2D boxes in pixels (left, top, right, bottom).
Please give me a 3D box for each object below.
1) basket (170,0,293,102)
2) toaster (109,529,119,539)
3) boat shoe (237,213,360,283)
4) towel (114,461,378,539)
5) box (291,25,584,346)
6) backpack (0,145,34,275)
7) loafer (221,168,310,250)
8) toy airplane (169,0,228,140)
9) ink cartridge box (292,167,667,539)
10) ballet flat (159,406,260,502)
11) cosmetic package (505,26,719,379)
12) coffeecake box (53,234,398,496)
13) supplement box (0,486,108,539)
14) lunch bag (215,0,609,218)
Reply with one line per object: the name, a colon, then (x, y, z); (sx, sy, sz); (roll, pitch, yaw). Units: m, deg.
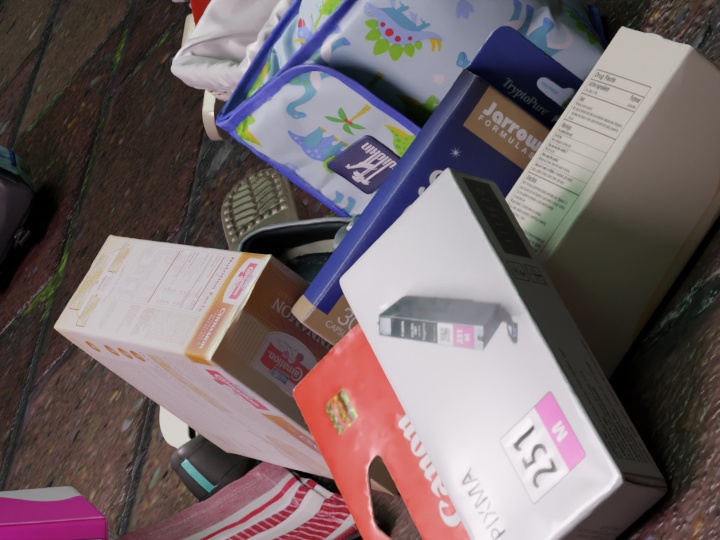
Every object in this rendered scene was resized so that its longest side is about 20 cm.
basket: (-0.002, -0.176, 1.803); (0.201, 0.161, 0.198); (-57, 18, -7)
toaster: (-0.222, 0.243, 1.724); (0.200, 0.113, 0.130); (-36, 22, 49)
boat shoe: (0.000, 0.000, 1.598); (0.199, 0.062, 0.073); (0, 56, 48)
towel: (-0.080, 0.165, 1.529); (0.144, 0.023, 0.200); (-28, 13, -15)
box: (0.067, -0.023, 1.431); (0.200, 0.121, 0.032); (-55, 18, 2)
backpack: (-0.407, -0.068, 2.671); (0.164, 0.153, 0.200); (-57, 5, 16)
loafer: (-0.044, 0.017, 1.733); (0.075, 0.068, 0.201); (-27, 45, 20)
toy airplane: (-0.093, -0.228, 2.151); (0.199, 0.140, 0.201); (-68, -14, -67)
ink cartridge box: (0.042, 0.080, 1.290); (0.174, 0.043, 0.201); (-45, 54, 26)
ballet flat: (-0.102, 0.088, 1.749); (0.068, 0.068, 0.200); (-50, 19, 16)
cosmetic package: (0.126, -0.024, 1.365); (0.201, 0.071, 0.105); (-55, 19, 2)
coffeecake box: (-0.067, 0.054, 1.534); (0.200, 0.153, 0.073); (8, 64, 57)
supplement box: (-0.208, 0.239, 1.558); (0.101, 0.103, 0.201); (-164, 74, -71)
lunch bag: (0.033, -0.117, 1.603); (0.200, 0.170, 0.128); (-48, 19, 19)
